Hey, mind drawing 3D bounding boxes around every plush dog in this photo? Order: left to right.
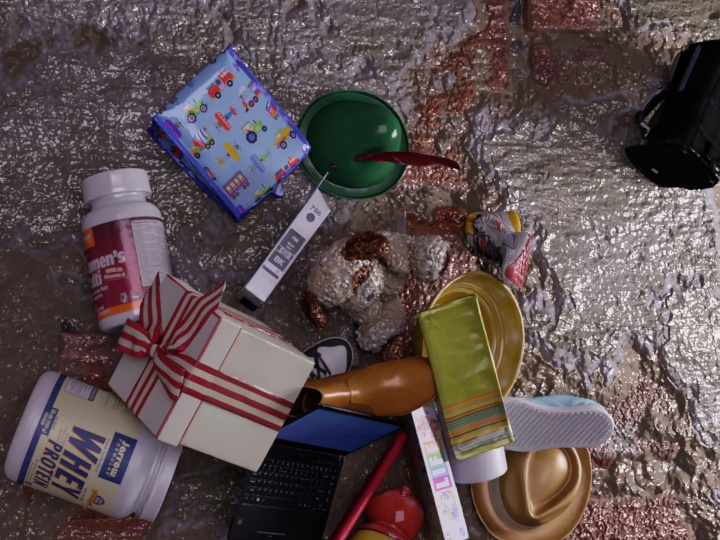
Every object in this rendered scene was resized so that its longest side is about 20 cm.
[{"bbox_3d":[0.000,0.000,1.632,0.161,0.201,0.171,49,27,24],"label":"plush dog"}]

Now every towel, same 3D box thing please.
[{"bbox_3d":[0.135,0.137,1.524,0.085,0.018,0.203,-18,100,-16],"label":"towel"}]

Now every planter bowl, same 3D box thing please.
[{"bbox_3d":[0.132,0.100,1.679,0.198,0.083,0.204,-3,95,-38],"label":"planter bowl"}]

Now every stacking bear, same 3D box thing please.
[{"bbox_3d":[0.022,0.385,1.603,0.112,0.122,0.202,14,60,22],"label":"stacking bear"}]

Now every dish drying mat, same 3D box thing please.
[{"bbox_3d":[0.002,0.304,1.600,0.018,0.077,0.201,36,56,3],"label":"dish drying mat"}]

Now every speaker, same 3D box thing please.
[{"bbox_3d":[0.139,0.175,1.580,0.080,0.081,0.203,-14,99,-16],"label":"speaker"}]

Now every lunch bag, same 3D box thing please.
[{"bbox_3d":[-0.174,-0.180,1.672,0.151,0.094,0.200,-45,97,-15],"label":"lunch bag"}]

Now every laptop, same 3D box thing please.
[{"bbox_3d":[-0.054,0.270,1.548,0.176,0.102,0.203,20,85,-47],"label":"laptop"}]

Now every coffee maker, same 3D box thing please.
[{"bbox_3d":[0.524,-0.231,1.803,0.190,0.135,0.202,18,71,36],"label":"coffee maker"}]

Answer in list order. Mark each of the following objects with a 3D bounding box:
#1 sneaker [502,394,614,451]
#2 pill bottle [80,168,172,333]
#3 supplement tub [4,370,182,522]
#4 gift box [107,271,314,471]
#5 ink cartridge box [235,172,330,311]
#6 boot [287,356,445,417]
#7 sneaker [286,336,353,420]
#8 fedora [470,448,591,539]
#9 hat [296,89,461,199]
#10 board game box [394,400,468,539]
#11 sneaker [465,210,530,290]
[{"bbox_3d":[0.245,0.206,1.653,0.197,0.082,0.075,7,98,2],"label":"sneaker"},{"bbox_3d":[-0.311,-0.026,1.595,0.108,0.110,0.203,-10,82,-15],"label":"pill bottle"},{"bbox_3d":[-0.335,0.227,1.523,0.198,0.145,0.147,22,75,-9],"label":"supplement tub"},{"bbox_3d":[-0.192,0.110,1.494,0.186,0.184,0.202,27,87,-39],"label":"gift box"},{"bbox_3d":[-0.097,-0.038,1.656,0.039,0.099,0.201,35,75,-5],"label":"ink cartridge box"},{"bbox_3d":[-0.004,0.157,1.527,0.143,0.199,0.072,6,69,-58],"label":"boot"},{"bbox_3d":[-0.083,0.160,1.629,0.199,0.088,0.076,-38,88,-19],"label":"sneaker"},{"bbox_3d":[0.252,0.292,1.687,0.198,0.082,0.204,2,79,-13],"label":"fedora"},{"bbox_3d":[0.020,-0.199,1.673,0.197,0.176,0.168,2,79,-13],"label":"hat"},{"bbox_3d":[0.091,0.264,1.626,0.034,0.134,0.203,-13,82,-10],"label":"board game box"},{"bbox_3d":[0.190,-0.029,1.691,0.081,0.200,0.079,5,109,-6],"label":"sneaker"}]
